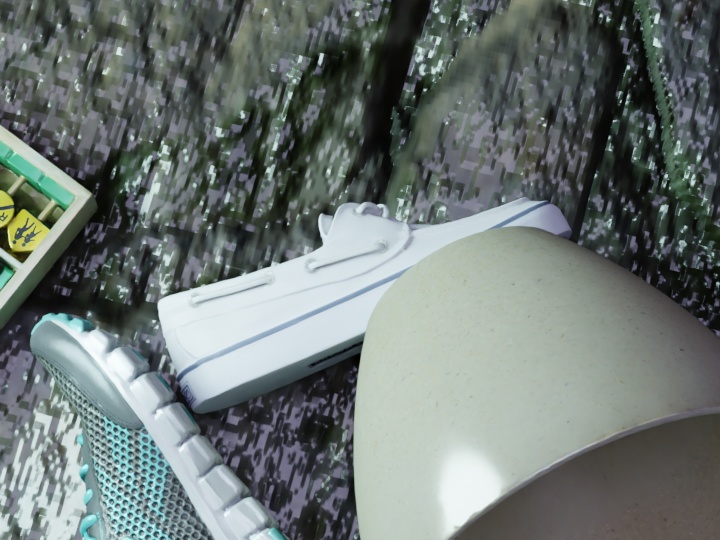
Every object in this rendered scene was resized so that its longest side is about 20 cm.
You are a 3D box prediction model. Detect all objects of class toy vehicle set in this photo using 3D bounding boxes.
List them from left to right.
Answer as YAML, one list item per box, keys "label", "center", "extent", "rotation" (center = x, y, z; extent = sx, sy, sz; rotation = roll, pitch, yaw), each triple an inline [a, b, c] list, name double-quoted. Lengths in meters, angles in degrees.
- label: "toy vehicle set"
  center: [-0.244, -0.043, 1.122]
  extent: [0.200, 0.027, 0.124]
  rotation: [35, 79, 9]

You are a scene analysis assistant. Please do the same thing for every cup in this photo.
- label: "cup"
  center: [0.075, 0.067, 1.018]
  extent: [0.199, 0.201, 0.144]
  rotation: [-25, 58, -5]

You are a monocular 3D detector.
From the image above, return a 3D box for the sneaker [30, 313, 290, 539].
- label: "sneaker"
  center: [-0.102, 0.110, 1.059]
  extent: [0.091, 0.078, 0.200]
  rotation: [-38, 77, -4]

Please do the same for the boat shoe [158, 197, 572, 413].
- label: "boat shoe"
  center: [0.000, 0.000, 1.082]
  extent: [0.199, 0.074, 0.066]
  rotation: [-23, 79, -6]
